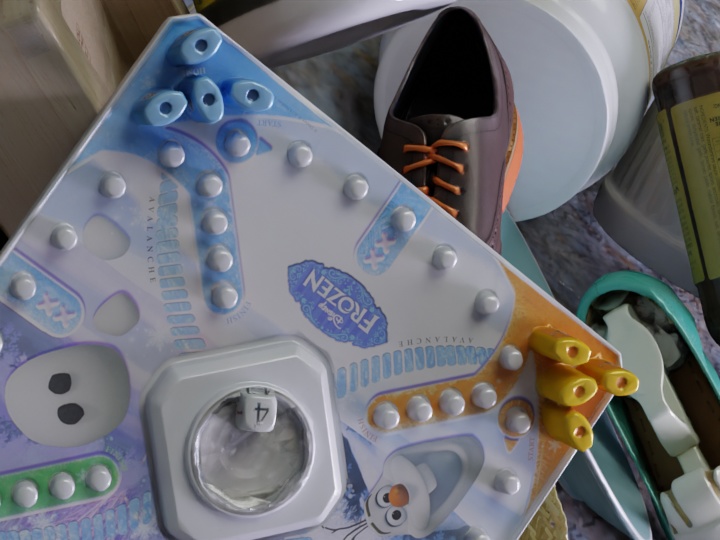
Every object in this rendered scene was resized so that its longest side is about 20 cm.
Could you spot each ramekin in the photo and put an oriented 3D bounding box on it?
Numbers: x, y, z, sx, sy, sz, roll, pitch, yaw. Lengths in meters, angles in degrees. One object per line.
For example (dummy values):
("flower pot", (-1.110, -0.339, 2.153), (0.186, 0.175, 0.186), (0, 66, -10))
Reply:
("ramekin", (0.241, -0.043, 1.029), (0.198, 0.106, 0.200), (20, 19, -7))

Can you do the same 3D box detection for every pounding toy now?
("pounding toy", (-0.152, -0.085, 0.645), (0.201, 0.141, 0.185), (62, 13, -45))

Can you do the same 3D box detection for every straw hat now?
("straw hat", (-0.029, 0.093, 0.640), (0.200, 0.202, 0.085), (32, -5, -18))

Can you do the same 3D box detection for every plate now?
("plate", (0.081, 0.038, 0.838), (0.201, 0.025, 0.200), (62, 9, -17))

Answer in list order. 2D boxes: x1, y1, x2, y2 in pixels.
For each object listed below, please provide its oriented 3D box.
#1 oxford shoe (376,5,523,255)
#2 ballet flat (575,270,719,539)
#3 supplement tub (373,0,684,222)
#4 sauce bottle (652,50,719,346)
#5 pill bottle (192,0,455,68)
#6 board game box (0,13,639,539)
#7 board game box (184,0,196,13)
("oxford shoe", (0.024, -0.020, 0.716), (0.070, 0.073, 0.201), (0, 49, 10))
("ballet flat", (0.156, 0.088, 0.872), (0.070, 0.067, 0.201), (15, 45, -58))
("supplement tub", (0.092, -0.123, 0.979), (0.144, 0.144, 0.200), (41, 32, -5))
("sauce bottle", (0.195, -0.007, 0.907), (0.064, 0.064, 0.202), (-4, 82, -51))
("pill bottle", (-0.037, -0.192, 0.743), (0.112, 0.112, 0.202), (-20, 93, -56))
("board game box", (-0.034, 0.057, 0.576), (0.199, 0.201, 0.026), (37, -6, -19))
("board game box", (-0.089, -0.208, 0.837), (0.200, 0.134, 0.034), (44, 15, -25))
